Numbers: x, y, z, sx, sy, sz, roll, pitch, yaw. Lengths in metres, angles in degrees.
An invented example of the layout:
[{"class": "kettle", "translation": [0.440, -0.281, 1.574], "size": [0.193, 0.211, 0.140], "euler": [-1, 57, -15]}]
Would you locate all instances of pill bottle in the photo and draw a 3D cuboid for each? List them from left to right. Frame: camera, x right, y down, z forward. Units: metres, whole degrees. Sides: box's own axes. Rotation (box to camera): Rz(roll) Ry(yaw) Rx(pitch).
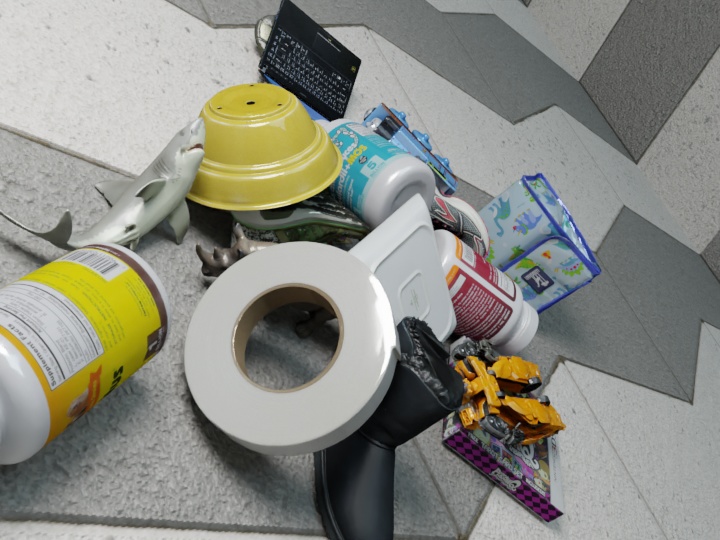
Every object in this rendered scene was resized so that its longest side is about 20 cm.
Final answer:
[{"class": "pill bottle", "translation": [-0.236, 0.063, 0.518], "size": [0.109, 0.109, 0.200], "euler": [48, 33, -3]}, {"class": "pill bottle", "translation": [-0.002, -0.132, 0.957], "size": [0.110, 0.112, 0.200], "euler": [4, 27, -49]}, {"class": "pill bottle", "translation": [0.159, 0.039, 1.024], "size": [0.199, 0.113, 0.114], "euler": [35, 35, -23]}]

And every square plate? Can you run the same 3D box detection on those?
[{"class": "square plate", "translation": [0.055, 0.038, 0.853], "size": [0.198, 0.028, 0.202], "euler": [-42, 123, -45]}]

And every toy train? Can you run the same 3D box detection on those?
[{"class": "toy train", "translation": [0.077, -0.184, 1.162], "size": [0.200, 0.087, 0.114], "euler": [45, 22, -9]}]

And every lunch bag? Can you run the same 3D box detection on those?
[{"class": "lunch bag", "translation": [0.278, -0.033, 1.190], "size": [0.201, 0.170, 0.127], "euler": [57, 33, 8]}]

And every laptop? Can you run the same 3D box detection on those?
[{"class": "laptop", "translation": [-0.056, -0.294, 1.086], "size": [0.177, 0.103, 0.202], "euler": [29, 71, -39]}]

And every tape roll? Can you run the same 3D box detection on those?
[{"class": "tape roll", "translation": [-0.063, 0.068, 0.659], "size": [0.037, 0.201, 0.204], "euler": [70, 1, -60]}]

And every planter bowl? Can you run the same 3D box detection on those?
[{"class": "planter bowl", "translation": [-0.120, -0.156, 0.803], "size": [0.198, 0.084, 0.201], "euler": [-1, 36, 0]}]

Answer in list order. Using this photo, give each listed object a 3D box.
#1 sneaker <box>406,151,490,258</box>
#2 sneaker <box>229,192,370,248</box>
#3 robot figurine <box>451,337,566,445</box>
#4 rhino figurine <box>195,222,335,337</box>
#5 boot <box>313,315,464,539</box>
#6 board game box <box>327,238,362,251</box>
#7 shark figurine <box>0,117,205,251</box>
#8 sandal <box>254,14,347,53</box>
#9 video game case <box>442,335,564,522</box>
[{"class": "sneaker", "translation": [0.105, -0.078, 1.045], "size": [0.200, 0.081, 0.075], "euler": [41, 46, -8]}, {"class": "sneaker", "translation": [-0.077, -0.045, 0.849], "size": [0.198, 0.089, 0.077], "euler": [4, 30, -38]}, {"class": "robot figurine", "translation": [0.182, 0.162, 0.911], "size": [0.199, 0.058, 0.146], "euler": [16, 44, -43]}, {"class": "rhino figurine", "translation": [-0.091, 0.008, 0.772], "size": [0.199, 0.087, 0.060], "euler": [26, 38, -33]}, {"class": "boot", "translation": [0.030, 0.163, 0.688], "size": [0.076, 0.168, 0.202], "euler": [18, 45, -40]}, {"class": "board game box", "translation": [0.000, 0.000, 0.947], "size": [0.104, 0.023, 0.201], "euler": [-5, 61, -49]}, {"class": "shark figurine", "translation": [-0.244, -0.065, 0.694], "size": [0.089, 0.129, 0.214], "euler": [31, 47, 18]}, {"class": "sandal", "translation": [-0.092, -0.348, 1.162], "size": [0.200, 0.057, 0.081], "euler": [13, 83, -42]}, {"class": "video game case", "translation": [0.195, 0.211, 0.966], "size": [0.200, 0.036, 0.182], "euler": [40, 32, -16]}]
